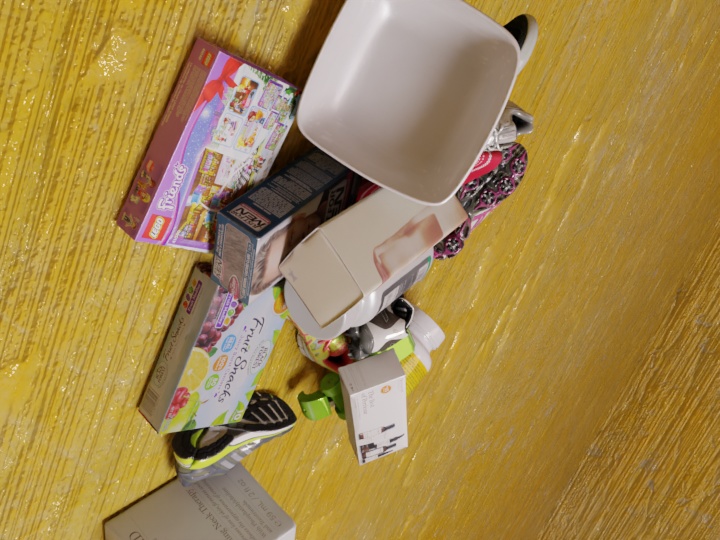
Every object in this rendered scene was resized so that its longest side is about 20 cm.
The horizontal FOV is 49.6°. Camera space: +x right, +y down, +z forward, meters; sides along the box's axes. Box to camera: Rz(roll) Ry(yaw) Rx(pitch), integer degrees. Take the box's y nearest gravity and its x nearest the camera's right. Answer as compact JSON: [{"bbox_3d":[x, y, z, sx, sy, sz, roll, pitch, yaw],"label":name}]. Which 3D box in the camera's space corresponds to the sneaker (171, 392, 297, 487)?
[{"bbox_3d":[-0.175,0.231,1.072,0.197,0.074,0.082,-14,140,-39],"label":"sneaker"}]

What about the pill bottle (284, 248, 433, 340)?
[{"bbox_3d":[0.000,0.000,0.985,0.199,0.112,0.115,-34,144,-48],"label":"pill bottle"}]

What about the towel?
[{"bbox_3d":[0.070,-0.117,0.995,0.197,0.023,0.144,-9,169,-35],"label":"towel"}]

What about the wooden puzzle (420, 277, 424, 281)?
[{"bbox_3d":[0.085,-0.067,1.161,0.198,0.037,0.188,2,117,-54],"label":"wooden puzzle"}]

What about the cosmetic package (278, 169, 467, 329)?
[{"bbox_3d":[0.018,-0.033,0.869,0.199,0.088,0.103,-35,178,-39],"label":"cosmetic package"}]

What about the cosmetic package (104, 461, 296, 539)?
[{"bbox_3d":[-0.215,0.395,1.062,0.198,0.166,0.169,-26,139,-38],"label":"cosmetic package"}]

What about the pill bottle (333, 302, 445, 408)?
[{"bbox_3d":[0.040,0.153,1.232,0.200,0.112,0.113,-47,147,-11],"label":"pill bottle"}]

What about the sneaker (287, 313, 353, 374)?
[{"bbox_3d":[-0.050,0.071,1.058,0.078,0.090,0.201,-42,144,-15],"label":"sneaker"}]

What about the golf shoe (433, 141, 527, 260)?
[{"bbox_3d":[0.161,-0.106,1.126,0.200,0.072,0.092,-48,-178,10],"label":"golf shoe"}]

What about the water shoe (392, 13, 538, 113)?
[{"bbox_3d":[0.113,-0.222,0.876,0.079,0.072,0.200,39,103,-26],"label":"water shoe"}]

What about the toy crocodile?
[{"bbox_3d":[-0.003,0.152,1.146,0.199,0.062,0.068,-38,121,-10],"label":"toy crocodile"}]

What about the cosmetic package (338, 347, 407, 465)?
[{"bbox_3d":[0.021,0.195,1.086,0.081,0.051,0.202,-20,142,-11],"label":"cosmetic package"}]

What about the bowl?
[{"bbox_3d":[0.053,-0.191,0.827,0.203,0.197,0.075,-62,176,10],"label":"bowl"}]

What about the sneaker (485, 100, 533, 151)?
[{"bbox_3d":[0.159,-0.190,1.045,0.199,0.086,0.076,-34,136,-35],"label":"sneaker"}]

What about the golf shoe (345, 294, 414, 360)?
[{"bbox_3d":[0.031,0.063,1.082,0.092,0.201,0.079,-12,109,8],"label":"golf shoe"}]

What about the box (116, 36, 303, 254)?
[{"bbox_3d":[-0.150,-0.118,0.799,0.136,0.039,0.203,10,111,-57],"label":"box"}]

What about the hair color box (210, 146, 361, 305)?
[{"bbox_3d":[-0.079,-0.059,0.879,0.200,0.060,0.101,-42,156,-42],"label":"hair color box"}]

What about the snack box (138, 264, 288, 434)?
[{"bbox_3d":[-0.172,0.095,0.953,0.141,0.053,0.203,2,117,-55],"label":"snack box"}]
